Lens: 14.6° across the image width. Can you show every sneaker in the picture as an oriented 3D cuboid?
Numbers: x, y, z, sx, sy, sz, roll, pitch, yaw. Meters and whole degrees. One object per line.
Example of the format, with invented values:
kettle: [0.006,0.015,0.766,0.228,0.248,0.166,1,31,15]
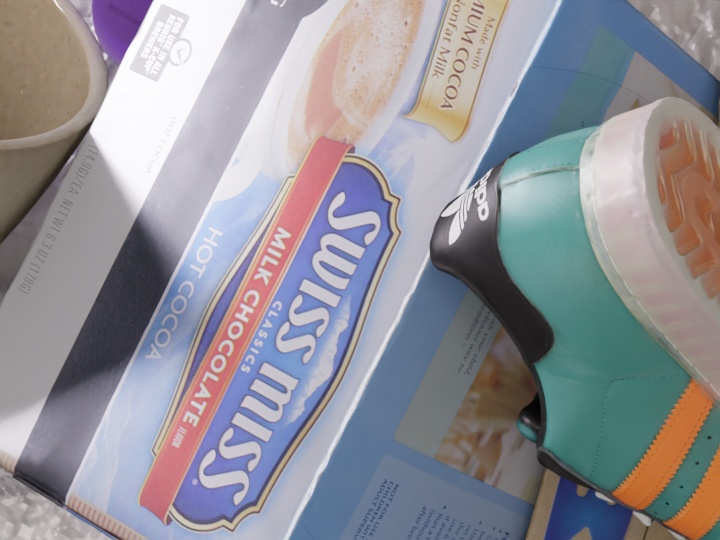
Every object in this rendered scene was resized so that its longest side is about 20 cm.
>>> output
sneaker: [0.093,0.039,0.755,0.080,0.072,0.200,-14,126,34]

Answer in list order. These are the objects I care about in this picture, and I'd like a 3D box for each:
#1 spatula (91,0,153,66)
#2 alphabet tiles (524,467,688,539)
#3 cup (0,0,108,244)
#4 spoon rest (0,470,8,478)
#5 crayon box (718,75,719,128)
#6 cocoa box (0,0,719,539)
spatula: [-0.060,-0.157,0.886,0.020,0.056,0.201,-10,69,31]
alphabet tiles: [0.134,0.071,0.803,0.165,0.006,0.201,14,107,-3]
cup: [-0.195,-0.036,0.841,0.200,0.200,0.144,31,113,4]
spoon rest: [-0.182,0.079,0.885,0.199,0.061,0.100,-24,86,1]
crayon box: [0.201,-0.017,0.823,0.199,0.052,0.127,3,87,1]
cocoa box: [0.000,0.000,0.822,0.131,0.133,0.201,27,89,35]
